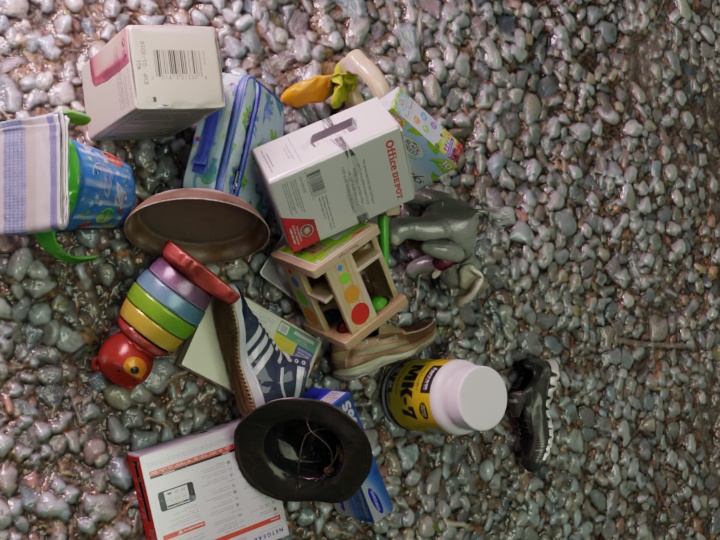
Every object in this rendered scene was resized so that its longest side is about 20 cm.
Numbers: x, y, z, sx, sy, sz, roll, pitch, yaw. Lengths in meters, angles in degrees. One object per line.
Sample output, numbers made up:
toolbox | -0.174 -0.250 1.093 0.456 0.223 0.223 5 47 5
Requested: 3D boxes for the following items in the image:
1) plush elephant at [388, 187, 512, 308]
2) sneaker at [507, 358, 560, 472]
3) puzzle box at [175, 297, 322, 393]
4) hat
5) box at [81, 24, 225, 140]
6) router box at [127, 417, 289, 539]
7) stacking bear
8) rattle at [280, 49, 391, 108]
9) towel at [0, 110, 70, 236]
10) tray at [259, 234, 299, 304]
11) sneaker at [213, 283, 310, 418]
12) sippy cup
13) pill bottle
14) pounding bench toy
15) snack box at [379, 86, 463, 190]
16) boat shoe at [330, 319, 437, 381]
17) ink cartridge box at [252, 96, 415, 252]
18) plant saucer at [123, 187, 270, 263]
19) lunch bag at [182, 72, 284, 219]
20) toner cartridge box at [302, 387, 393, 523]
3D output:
plush elephant | 0.135 -0.037 1.724 0.198 0.165 0.156 5 123 -1
sneaker | 0.286 0.242 1.835 0.090 0.066 0.202 18 73 -27
puzzle box | -0.162 0.122 1.583 0.199 0.025 0.134 32 70 -26
hat | -0.077 0.237 1.517 0.201 0.200 0.081 49 25 -19
box | -0.282 -0.249 1.435 0.127 0.199 0.110 -7 89 -32
router box | -0.214 0.320 1.520 0.199 0.049 0.181 -13 93 -32
stacking bear | -0.280 0.070 1.455 0.121 0.114 0.201 40 86 -36
rattle | -0.002 -0.226 1.645 0.142 0.130 0.201 -33 95 -38
towel | -0.446 -0.115 1.341 0.024 0.198 0.148 8 79 -66
tray | -0.067 -0.049 1.645 0.107 0.022 0.201 37 77 -24
sneaker | -0.140 0.108 1.543 0.108 0.070 0.202 -16 97 -31
sippy cup | -0.373 -0.109 1.408 0.130 0.139 0.179 7 109 -51
pill bottle | 0.129 0.195 1.657 0.113 0.199 0.116 3 84 -32
pounding bench toy | 0.000 0.000 1.598 0.199 0.124 0.157 -36 119 -23
snack box | 0.036 -0.176 1.627 0.142 0.199 0.053 37 49 -24
boat shoe | 0.037 0.110 1.683 0.199 0.076 0.072 -21 95 -33
ink cartridge box | -0.035 -0.136 1.516 0.199 0.084 0.145 -23 138 -7
plant saucer | -0.223 -0.063 1.466 0.199 0.200 0.032 15 61 -30
lunch bag | -0.178 -0.171 1.523 0.161 0.082 0.202 40 59 -66
toner cartridge box | -0.026 0.276 1.601 0.043 0.095 0.202 -31 109 -34
